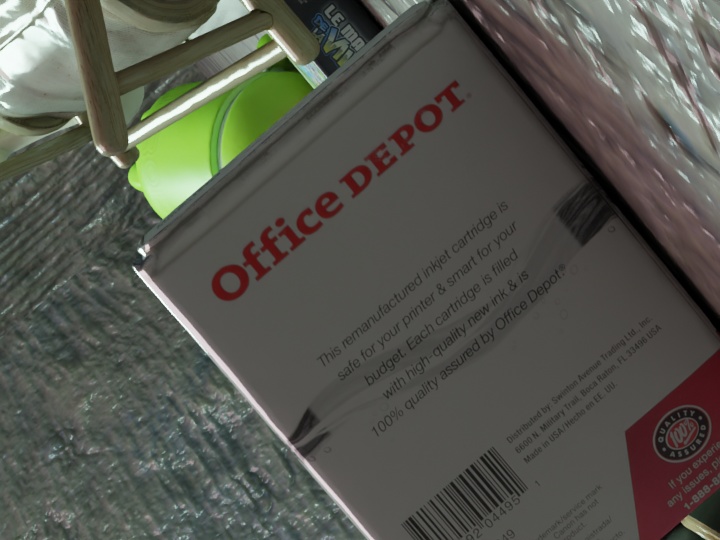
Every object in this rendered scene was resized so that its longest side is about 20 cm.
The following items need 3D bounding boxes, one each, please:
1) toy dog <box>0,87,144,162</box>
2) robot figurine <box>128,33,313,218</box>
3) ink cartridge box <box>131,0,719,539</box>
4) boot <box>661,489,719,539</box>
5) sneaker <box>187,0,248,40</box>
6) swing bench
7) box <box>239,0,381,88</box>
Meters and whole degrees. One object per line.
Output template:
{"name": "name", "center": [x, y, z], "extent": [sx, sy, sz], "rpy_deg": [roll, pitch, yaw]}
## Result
{"name": "toy dog", "center": [-0.227, -0.171, 0.965], "extent": [0.200, 0.139, 0.195], "rpy_deg": [46, -143, -54]}
{"name": "robot figurine", "center": [-0.084, -0.083, 1.252], "extent": [0.115, 0.176, 0.200], "rpy_deg": [21, 166, -39]}
{"name": "ink cartridge box", "center": [0.033, 0.022, 0.637], "extent": [0.200, 0.146, 0.085], "rpy_deg": [50, 179, -9]}
{"name": "boot", "center": [0.162, 0.187, 0.917], "extent": [0.077, 0.139, 0.200], "rpy_deg": [31, 175, 16]}
{"name": "sneaker", "center": [-0.099, -0.168, 1.046], "extent": [0.073, 0.085, 0.200], "rpy_deg": [51, 177, 8]}
{"name": "swing bench", "center": [-0.155, -0.138, 0.793], "extent": [0.199, 0.130, 0.201], "rpy_deg": [-20, 98, 54]}
{"name": "box", "center": [-0.013, -0.110, 0.851], "extent": [0.200, 0.035, 0.110], "rpy_deg": [50, 178, -3]}
